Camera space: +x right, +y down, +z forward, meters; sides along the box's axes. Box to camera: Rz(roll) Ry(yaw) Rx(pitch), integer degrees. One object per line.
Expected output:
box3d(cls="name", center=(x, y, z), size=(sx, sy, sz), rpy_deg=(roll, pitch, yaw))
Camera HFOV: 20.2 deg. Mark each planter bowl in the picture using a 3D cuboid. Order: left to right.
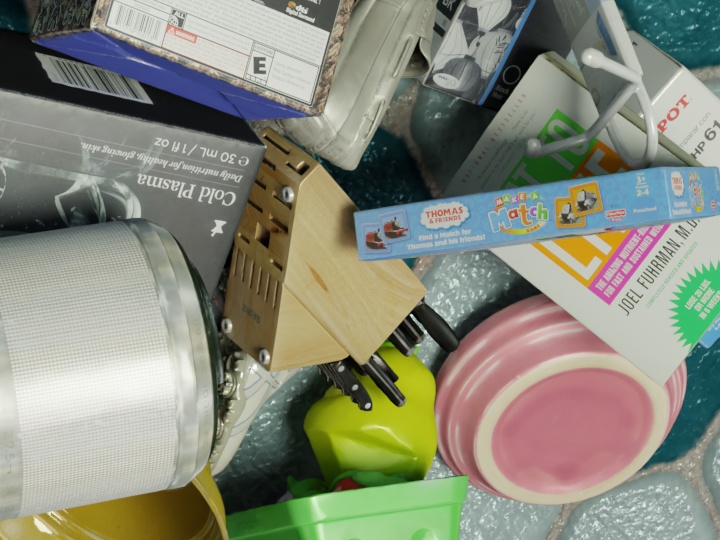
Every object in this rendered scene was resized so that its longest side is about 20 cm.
box3d(cls="planter bowl", center=(-0.166, 0.135, 1.374), size=(0.200, 0.083, 0.201), rpy_deg=(13, 134, 14))

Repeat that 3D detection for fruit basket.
box3d(cls="fruit basket", center=(-0.011, 0.151, 1.436), size=(0.155, 0.216, 0.216), rpy_deg=(-5, 117, -23))

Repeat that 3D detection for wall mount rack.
box3d(cls="wall mount rack", center=(0.126, -0.157, 1.255), size=(0.074, 0.200, 0.174), rpy_deg=(-16, 165, -16))

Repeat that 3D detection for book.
box3d(cls="book", center=(0.167, -0.036, 1.368), size=(0.200, 0.048, 0.134), rpy_deg=(38, 107, 10))

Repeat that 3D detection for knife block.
box3d(cls="knife block", center=(0.000, 0.000, 1.345), size=(0.175, 0.064, 0.200), rpy_deg=(-10, 122, -35))

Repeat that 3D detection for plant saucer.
box3d(cls="plant saucer", center=(0.153, 0.105, 1.520), size=(0.200, 0.051, 0.201), rpy_deg=(-7, 128, -9))

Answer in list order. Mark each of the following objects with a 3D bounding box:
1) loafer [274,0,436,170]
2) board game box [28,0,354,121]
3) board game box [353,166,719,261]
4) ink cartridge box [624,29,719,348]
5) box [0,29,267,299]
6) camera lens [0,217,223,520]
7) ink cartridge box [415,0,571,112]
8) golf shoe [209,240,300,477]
box3d(cls="loafer", center=(0.017, -0.152, 1.295), size=(0.070, 0.070, 0.200), rpy_deg=(41, 67, -20))
box3d(cls="board game box", center=(-0.085, -0.208, 1.205), size=(0.159, 0.097, 0.200), rpy_deg=(19, 82, -31))
box3d(cls="board game box", center=(0.116, -0.036, 1.280), size=(0.200, 0.151, 0.037), rpy_deg=(-9, 90, 22))
box3d(cls="ink cartridge box", center=(0.224, -0.058, 1.474), size=(0.200, 0.085, 0.145), rpy_deg=(36, 98, -33))
box3d(cls="box", center=(-0.194, -0.033, 1.276), size=(0.200, 0.124, 0.197), rpy_deg=(10, 113, -28))
box3d(cls="camera lens", center=(-0.188, 0.059, 1.155), size=(0.200, 0.160, 0.160), rpy_deg=(-9, 119, -19))
box3d(cls="ink cartridge box", center=(0.117, -0.205, 1.373), size=(0.099, 0.039, 0.200), rpy_deg=(16, 109, -31))
box3d(cls="golf shoe", center=(-0.064, 0.062, 1.414), size=(0.097, 0.078, 0.200), rpy_deg=(10, 112, -34))
